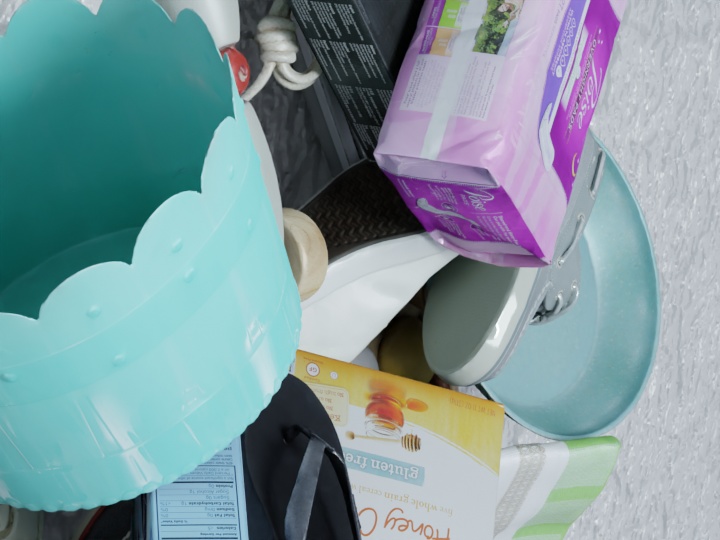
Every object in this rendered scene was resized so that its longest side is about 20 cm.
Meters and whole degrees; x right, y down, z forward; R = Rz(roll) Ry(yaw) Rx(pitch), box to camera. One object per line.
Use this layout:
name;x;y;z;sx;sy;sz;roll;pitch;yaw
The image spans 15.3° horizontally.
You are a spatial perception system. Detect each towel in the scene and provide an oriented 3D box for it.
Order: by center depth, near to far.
towel;0.042;0.156;1.486;0.200;0.031;0.149;-6;140;-34

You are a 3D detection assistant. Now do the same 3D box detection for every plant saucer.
plant saucer;0.098;0.002;1.538;0.200;0.036;0.200;15;69;-44

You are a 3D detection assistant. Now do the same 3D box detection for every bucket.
bucket;-0.128;-0.006;1.145;0.207;0.207;0.135;-55;141;-33

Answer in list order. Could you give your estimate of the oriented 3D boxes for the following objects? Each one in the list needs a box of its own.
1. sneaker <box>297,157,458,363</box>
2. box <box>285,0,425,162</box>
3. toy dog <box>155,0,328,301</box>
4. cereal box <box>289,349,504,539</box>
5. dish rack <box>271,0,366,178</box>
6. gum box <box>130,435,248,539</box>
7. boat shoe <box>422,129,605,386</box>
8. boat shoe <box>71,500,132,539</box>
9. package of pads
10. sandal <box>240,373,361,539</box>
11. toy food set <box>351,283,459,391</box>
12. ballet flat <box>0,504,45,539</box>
sneaker;0.000;0.000;1.426;0.200;0.073;0.085;-28;137;-13
box;0.023;-0.184;1.354;0.200;0.047;0.193;62;40;-55
toy dog;-0.086;-0.057;1.318;0.132;0.096;0.200;18;69;-55
cereal box;-0.004;0.148;1.349;0.144;0.040;0.200;15;66;-22
dish rack;0.011;-0.142;1.465;0.172;0.043;0.200;-55;140;-35
gum box;-0.078;0.135;1.208;0.200;0.044;0.170;-97;-169;-49
boat shoe;0.094;-0.010;1.459;0.072;0.070;0.201;41;50;-27
boat shoe;-0.082;0.131;1.382;0.200;0.063;0.071;-40;133;-44
package of pads;0.078;-0.113;1.354;0.121;0.076;0.200;52;51;-58
sandal;-0.022;0.134;1.264;0.076;0.043;0.200;32;39;-38
toy food set;0.035;0.076;1.550;0.143;0.060;0.200;-41;131;-45
ballet flat;-0.178;0.140;1.227;0.069;0.063;0.200;38;67;-45
